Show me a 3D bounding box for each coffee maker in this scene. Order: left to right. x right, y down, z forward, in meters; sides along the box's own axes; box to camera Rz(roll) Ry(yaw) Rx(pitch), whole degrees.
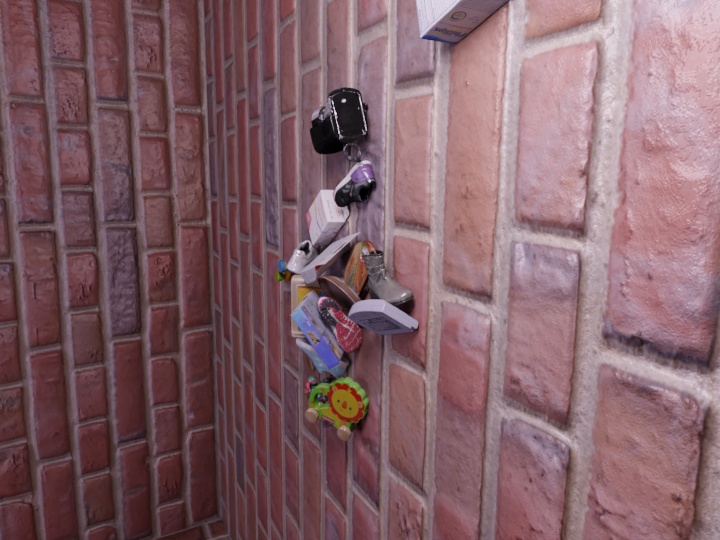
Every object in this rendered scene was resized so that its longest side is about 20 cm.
[{"bbox_3d":[-0.069,-0.399,1.503,0.199,0.130,0.200,176,104,-69],"label":"coffee maker"}]

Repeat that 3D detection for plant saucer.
[{"bbox_3d":[-0.049,0.083,1.560,0.198,0.032,0.202,38,159,17],"label":"plant saucer"}]

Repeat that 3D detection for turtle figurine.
[{"bbox_3d":[-0.135,0.422,1.777,0.151,0.097,0.207,-85,-14,-67],"label":"turtle figurine"}]

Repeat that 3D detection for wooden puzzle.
[{"bbox_3d":[-0.141,0.122,1.699,0.037,0.178,0.208,-40,-48,-80],"label":"wooden puzzle"}]

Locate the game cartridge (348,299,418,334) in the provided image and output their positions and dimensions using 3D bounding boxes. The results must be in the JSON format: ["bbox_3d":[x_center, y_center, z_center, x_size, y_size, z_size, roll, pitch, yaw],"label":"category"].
[{"bbox_3d":[0.050,0.124,1.376,0.198,0.131,0.042,-17,41,61],"label":"game cartridge"}]

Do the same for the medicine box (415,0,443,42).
[{"bbox_3d":[0.196,-0.588,1.025,0.198,0.100,0.190,-15,81,62],"label":"medicine box"}]

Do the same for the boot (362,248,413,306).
[{"bbox_3d":[0.061,0.016,1.373,0.198,0.066,0.135,12,119,63],"label":"boot"}]

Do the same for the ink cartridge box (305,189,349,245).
[{"bbox_3d":[-0.110,-0.181,1.696,0.200,0.065,0.120,-47,54,54],"label":"ink cartridge box"}]

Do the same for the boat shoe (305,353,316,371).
[{"bbox_3d":[-0.159,0.315,1.865,0.200,0.063,0.075,160,96,-80],"label":"boat shoe"}]

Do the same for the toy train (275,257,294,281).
[{"bbox_3d":[-0.274,0.024,1.985,0.202,0.112,0.087,-59,44,47],"label":"toy train"}]

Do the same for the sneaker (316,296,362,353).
[{"bbox_3d":[-0.063,0.160,1.594,0.203,0.080,0.074,59,167,-17],"label":"sneaker"}]

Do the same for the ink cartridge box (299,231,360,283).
[{"bbox_3d":[-0.085,-0.037,1.581,0.048,0.160,0.198,53,153,-12],"label":"ink cartridge box"}]

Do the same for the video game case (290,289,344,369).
[{"bbox_3d":[-0.121,0.177,1.597,0.203,0.045,0.182,55,-167,-7],"label":"video game case"}]

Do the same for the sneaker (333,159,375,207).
[{"bbox_3d":[-0.019,-0.225,1.519,0.200,0.074,0.090,-48,59,54],"label":"sneaker"}]

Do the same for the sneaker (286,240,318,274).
[{"bbox_3d":[-0.179,-0.056,1.774,0.200,0.076,0.102,-49,-18,-70],"label":"sneaker"}]

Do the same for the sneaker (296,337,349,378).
[{"bbox_3d":[-0.136,0.290,1.704,0.195,0.074,0.084,26,98,18],"label":"sneaker"}]

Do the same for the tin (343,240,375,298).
[{"bbox_3d":[0.000,0.000,1.547,0.114,0.041,0.203,61,144,32],"label":"tin"}]

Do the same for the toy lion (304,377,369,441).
[{"bbox_3d":[-0.070,0.415,1.630,0.195,0.068,0.198,21,116,20],"label":"toy lion"}]
